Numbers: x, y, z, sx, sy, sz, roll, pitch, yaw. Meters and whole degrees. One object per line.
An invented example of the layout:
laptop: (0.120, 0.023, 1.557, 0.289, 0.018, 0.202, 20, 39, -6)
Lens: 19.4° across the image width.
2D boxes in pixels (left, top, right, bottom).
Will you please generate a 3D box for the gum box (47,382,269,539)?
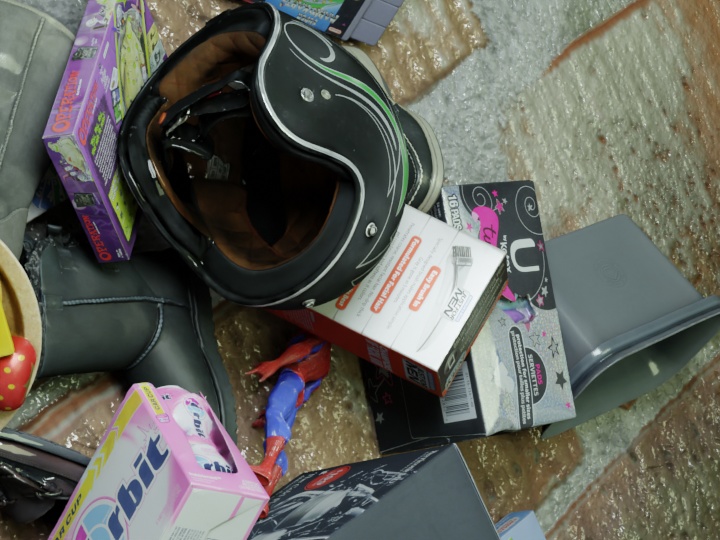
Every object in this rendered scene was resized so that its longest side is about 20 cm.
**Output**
gum box: (-0.147, 0.183, 1.415, 0.066, 0.114, 0.200, 15, 114, -37)

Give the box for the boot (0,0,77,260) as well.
boot: (-0.274, -0.103, 1.441, 0.182, 0.072, 0.201, 36, 62, -43)

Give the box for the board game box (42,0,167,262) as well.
board game box: (-0.177, -0.116, 1.516, 0.200, 0.032, 0.120, -80, 162, -46)

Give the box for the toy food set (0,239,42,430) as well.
toy food set: (-0.307, 0.043, 1.353, 0.199, 0.049, 0.198, -13, 110, -2)

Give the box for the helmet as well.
helmet: (-0.058, -0.074, 1.505, 0.191, 0.200, 0.200, 48, 53, -27)

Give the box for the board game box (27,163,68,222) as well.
board game box: (-0.261, -0.077, 1.510, 0.200, 0.030, 0.096, -36, 103, -38)

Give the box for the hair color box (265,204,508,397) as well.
hair color box: (0.000, 0.000, 1.604, 0.111, 0.200, 0.064, -58, 162, -18)

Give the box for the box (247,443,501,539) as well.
box: (-0.028, 0.225, 1.537, 0.200, 0.182, 0.104, -32, 101, -42)

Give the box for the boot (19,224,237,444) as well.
boot: (-0.178, 0.063, 1.517, 0.162, 0.073, 0.199, 4, 70, -43)

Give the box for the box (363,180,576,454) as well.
box: (0.081, 0.037, 1.711, 0.115, 0.132, 0.201, -7, 85, -43)

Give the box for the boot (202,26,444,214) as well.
boot: (-0.035, -0.119, 1.640, 0.153, 0.074, 0.204, 10, 32, -36)

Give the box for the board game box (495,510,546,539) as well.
board game box: (0.129, 0.324, 1.751, 0.151, 0.037, 0.200, -33, 101, -41)

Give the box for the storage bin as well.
storage bin: (0.199, 0.044, 1.828, 0.200, 0.146, 0.134, -18, 65, -42)

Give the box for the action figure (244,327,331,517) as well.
action figure: (-0.059, 0.098, 1.618, 0.200, 0.052, 0.066, -64, 161, -46)

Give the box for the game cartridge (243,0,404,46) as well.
game cartridge: (-0.036, -0.262, 1.696, 0.200, 0.038, 0.130, 17, 112, -37)

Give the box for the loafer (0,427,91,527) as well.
loafer: (-0.214, 0.157, 1.467, 0.200, 0.072, 0.063, 25, 69, -38)
